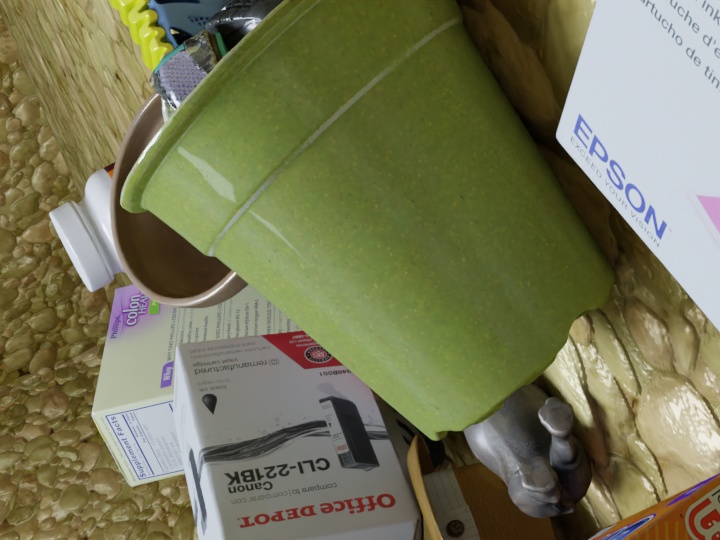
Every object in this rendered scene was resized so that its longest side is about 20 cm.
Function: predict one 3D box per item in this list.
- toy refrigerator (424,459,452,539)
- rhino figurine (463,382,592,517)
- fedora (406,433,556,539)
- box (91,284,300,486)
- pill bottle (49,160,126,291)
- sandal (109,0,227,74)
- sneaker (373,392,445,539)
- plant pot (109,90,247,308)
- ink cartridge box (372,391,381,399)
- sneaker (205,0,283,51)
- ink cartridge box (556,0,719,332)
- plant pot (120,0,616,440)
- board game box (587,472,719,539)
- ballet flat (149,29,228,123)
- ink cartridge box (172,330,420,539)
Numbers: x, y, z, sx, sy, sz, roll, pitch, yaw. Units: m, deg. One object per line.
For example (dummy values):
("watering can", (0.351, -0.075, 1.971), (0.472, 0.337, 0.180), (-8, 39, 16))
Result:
("toy refrigerator", (-0.009, 0.199, 1.045), (0.198, 0.070, 0.077), (13, 136, 32))
("rhino figurine", (0.079, 0.074, 0.717), (0.201, 0.059, 0.088), (54, 174, 38))
("fedora", (0.099, 0.197, 0.787), (0.201, 0.081, 0.203), (-23, -89, -89))
("box", (-0.129, 0.083, 1.039), (0.177, 0.197, 0.098), (-96, -9, -53))
("pill bottle", (-0.192, -0.064, 1.090), (0.113, 0.198, 0.113), (53, 163, 24))
("sandal", (-0.141, -0.198, 0.897), (0.202, 0.086, 0.079), (63, 164, 2))
("sneaker", (0.038, 0.169, 0.930), (0.084, 0.075, 0.201), (27, -152, -26))
("plant pot", (-0.119, -0.065, 0.975), (0.092, 0.201, 0.202), (13, -147, -53))
("ink cartridge box", (0.000, 0.000, 0.866), (0.202, 0.050, 0.162), (58, 164, 1))
("sneaker", (-0.059, -0.150, 0.781), (0.091, 0.076, 0.200), (53, 173, -7))
("ink cartridge box", (0.146, -0.036, 0.346), (0.197, 0.043, 0.201), (55, 165, 23))
("plant pot", (0.020, -0.028, 0.550), (0.190, 0.200, 0.200), (48, 164, -1))
("board game box", (0.139, 0.256, 0.576), (0.201, 0.198, 0.200), (56, 164, 14))
("ballet flat", (-0.084, -0.063, 0.754), (0.072, 0.072, 0.202), (39, 159, 53))
("ink cartridge box", (-0.054, 0.145, 0.841), (0.201, 0.142, 0.085), (-113, 25, -45))
